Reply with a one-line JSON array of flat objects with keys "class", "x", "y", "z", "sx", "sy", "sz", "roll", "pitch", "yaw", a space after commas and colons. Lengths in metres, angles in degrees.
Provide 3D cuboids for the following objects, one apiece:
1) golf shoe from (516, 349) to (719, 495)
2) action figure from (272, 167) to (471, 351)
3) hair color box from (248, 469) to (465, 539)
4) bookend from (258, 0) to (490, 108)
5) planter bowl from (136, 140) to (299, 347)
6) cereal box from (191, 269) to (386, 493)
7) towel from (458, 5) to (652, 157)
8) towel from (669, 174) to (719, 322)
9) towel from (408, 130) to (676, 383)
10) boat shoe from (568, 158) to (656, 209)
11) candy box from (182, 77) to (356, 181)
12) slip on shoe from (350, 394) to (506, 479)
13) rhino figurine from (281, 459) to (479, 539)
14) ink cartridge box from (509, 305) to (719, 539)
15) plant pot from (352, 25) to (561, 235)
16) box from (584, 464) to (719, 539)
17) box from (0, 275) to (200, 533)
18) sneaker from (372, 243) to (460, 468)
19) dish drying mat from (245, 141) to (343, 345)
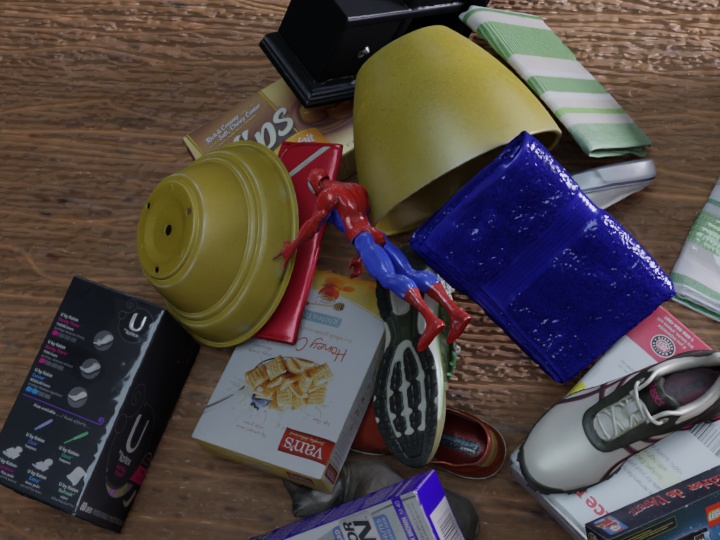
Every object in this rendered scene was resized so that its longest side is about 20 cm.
[{"class": "golf shoe", "x": 0.218, "y": 0.116, "z": 0.886, "sx": 0.198, "sy": 0.088, "sz": 0.078, "roll": -27, "pitch": 69, "yaw": -1}, {"class": "action figure", "x": 0.000, "y": 0.000, "z": 0.940, "sx": 0.201, "sy": 0.065, "sz": 0.099, "roll": 54, "pitch": 125, "yaw": 23}, {"class": "hair color box", "x": -0.007, "y": 0.259, "z": 0.916, "sx": 0.198, "sy": 0.065, "sz": 0.111, "roll": -26, "pitch": 89, "yaw": 23}, {"class": "bookend", "x": 0.032, "y": -0.274, "z": 1.042, "sx": 0.197, "sy": 0.201, "sz": 0.093, "roll": -18, "pitch": 62, "yaw": -40}, {"class": "planter bowl", "x": -0.154, "y": -0.032, "z": 1.016, "sx": 0.199, "sy": 0.083, "sz": 0.204, "roll": -10, "pitch": 76, "yaw": 43}, {"class": "cereal box", "x": -0.055, "y": 0.095, "z": 1.014, "sx": 0.142, "sy": 0.040, "sz": 0.202, "roll": 12, "pitch": 61, "yaw": 25}, {"class": "towel", "x": 0.197, "y": -0.188, "z": 1.071, "sx": 0.023, "sy": 0.152, "sz": 0.201, "roll": -49, "pitch": 66, "yaw": 30}, {"class": "towel", "x": 0.400, "y": -0.033, "z": 1.035, "sx": 0.148, "sy": 0.031, "sz": 0.202, "roll": 27, "pitch": 76, "yaw": 15}, {"class": "towel", "x": 0.157, "y": -0.003, "z": 0.932, "sx": 0.200, "sy": 0.050, "sz": 0.148, "roll": 42, "pitch": 116, "yaw": -12}, {"class": "boat shoe", "x": 0.200, "y": -0.057, "z": 1.059, "sx": 0.197, "sy": 0.071, "sz": 0.071, "roll": -17, "pitch": 96, "yaw": -3}, {"class": "candy box", "x": -0.072, "y": -0.135, "z": 1.122, "sx": 0.198, "sy": 0.055, "sz": 0.116, "roll": -32, "pitch": 69, "yaw": -4}, {"class": "slip on shoe", "x": 0.040, "y": 0.143, "z": 1.004, "sx": 0.197, "sy": 0.061, "sz": 0.075, "roll": 16, "pitch": 75, "yaw": 15}, {"class": "rhino figurine", "x": 0.017, "y": 0.222, "z": 0.980, "sx": 0.197, "sy": 0.060, "sz": 0.089, "roll": 20, "pitch": 78, "yaw": 16}, {"class": "ink cartridge box", "x": 0.248, "y": 0.155, "z": 0.959, "sx": 0.200, "sy": 0.084, "sz": 0.145, "roll": -44, "pitch": 70, "yaw": -9}, {"class": "plant pot", "x": 0.071, "y": -0.143, "z": 1.015, "sx": 0.198, "sy": 0.200, "sz": 0.144, "roll": -25, "pitch": 81, "yaw": -2}, {"class": "box", "x": 0.290, "y": 0.240, "z": 0.885, "sx": 0.197, "sy": 0.038, "sz": 0.139, "roll": -18, "pitch": 102, "yaw": -16}, {"class": "box", "x": -0.249, "y": 0.128, "z": 1.016, "sx": 0.105, "sy": 0.122, "sz": 0.203, "roll": 17, "pitch": 74, "yaw": 14}, {"class": "sneaker", "x": 0.066, "y": 0.079, "z": 0.972, "sx": 0.076, "sy": 0.088, "sz": 0.203, "roll": -16, "pitch": 62, "yaw": 40}, {"class": "dish drying mat", "x": -0.072, "y": -0.031, "z": 1.041, "sx": 0.076, "sy": 0.018, "sz": 0.203, "roll": 7, "pitch": 73, "yaw": 26}]
